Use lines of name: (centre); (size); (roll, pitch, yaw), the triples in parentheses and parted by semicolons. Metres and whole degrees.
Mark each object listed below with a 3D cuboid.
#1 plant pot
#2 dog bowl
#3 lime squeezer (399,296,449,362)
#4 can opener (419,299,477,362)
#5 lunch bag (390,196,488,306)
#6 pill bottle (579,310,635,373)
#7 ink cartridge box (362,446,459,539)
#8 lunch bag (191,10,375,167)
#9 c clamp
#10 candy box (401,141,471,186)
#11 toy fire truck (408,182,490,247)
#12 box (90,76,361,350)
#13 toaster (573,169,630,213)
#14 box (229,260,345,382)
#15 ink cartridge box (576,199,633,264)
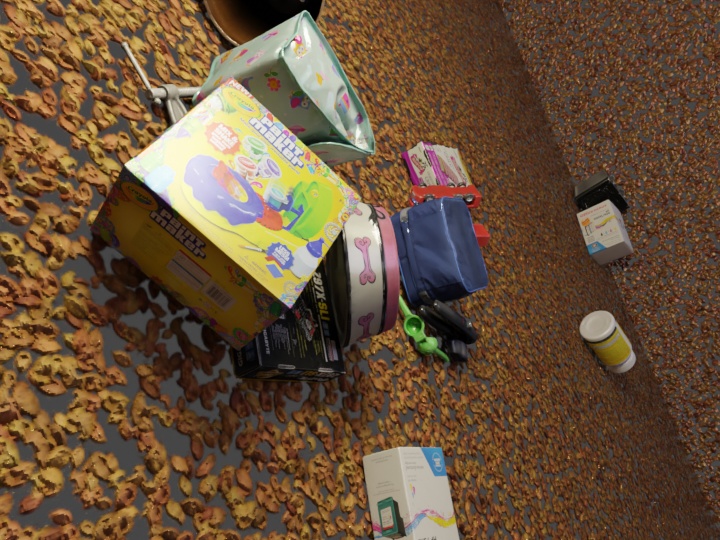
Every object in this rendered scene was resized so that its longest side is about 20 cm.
plant pot: (-0.135, -0.455, 0.976); (0.188, 0.186, 0.200); (54, 18, -18)
dog bowl: (0.000, 0.000, 0.821); (0.073, 0.201, 0.202); (-5, 65, -10)
lime squeezer: (0.106, 0.101, 1.062); (0.201, 0.038, 0.071); (53, 33, -19)
can opener: (0.164, 0.100, 1.097); (0.200, 0.063, 0.079); (47, 22, -51)
lunch bag: (0.132, -0.038, 1.107); (0.135, 0.131, 0.202); (-3, 76, -58)
pill bottle: (0.794, 0.232, 1.946); (0.200, 0.114, 0.115); (47, 35, -27)
ink cartridge box: (0.074, 0.345, 0.813); (0.116, 0.067, 0.202); (20, 53, -50)
lunch bag: (-0.092, -0.207, 0.814); (0.200, 0.169, 0.123); (50, 43, -37)
c clamp: (-0.206, -0.219, 0.819); (0.200, 0.027, 0.172); (-22, 89, -60)
candy box: (0.183, -0.210, 1.374); (0.199, 0.061, 0.138); (-11, 78, -59)
toy fire truck: (0.187, -0.112, 1.273); (0.198, 0.142, 0.049); (-4, 40, -19)
box: (-0.137, -0.063, 0.661); (0.200, 0.122, 0.193); (41, 45, -12)
toaster: (1.032, -0.306, 2.630); (0.181, 0.199, 0.119); (45, 33, -16)
box: (-0.102, 0.038, 0.777); (0.159, 0.049, 0.202); (17, 54, -53)
ink cartridge box: (1.007, -0.156, 2.510); (0.144, 0.146, 0.202); (26, 48, -46)
